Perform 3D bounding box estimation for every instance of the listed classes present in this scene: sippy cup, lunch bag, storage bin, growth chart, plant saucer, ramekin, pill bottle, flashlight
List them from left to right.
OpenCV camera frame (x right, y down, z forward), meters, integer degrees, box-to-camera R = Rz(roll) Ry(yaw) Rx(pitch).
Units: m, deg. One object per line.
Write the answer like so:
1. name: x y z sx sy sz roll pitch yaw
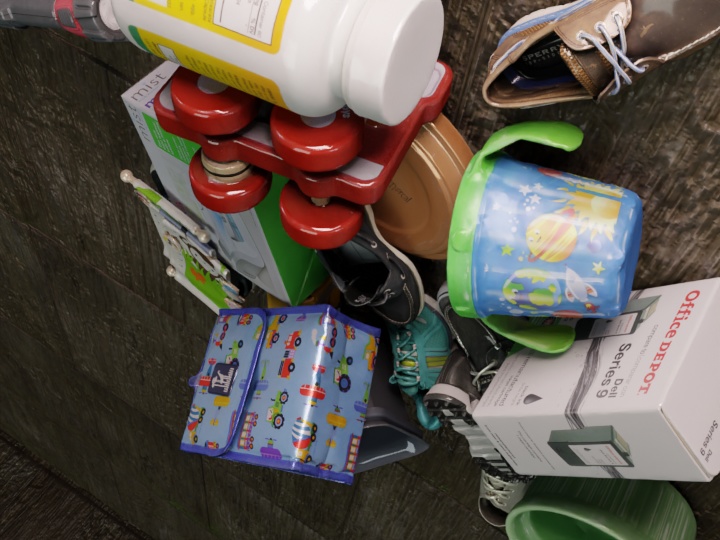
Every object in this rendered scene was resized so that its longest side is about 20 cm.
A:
1. flashlight: -0.302 -0.269 0.896 0.199 0.069 0.067 17 178 38
2. growth chart: -0.182 -0.013 0.966 0.144 0.018 0.201 34 155 24
3. lunch bag: -0.094 0.116 0.882 0.198 0.152 0.094 0 161 38
4. pill bottle: -0.052 -0.167 0.575 0.198 0.113 0.113 24 146 19
5. storage bin: -0.024 0.142 0.990 0.144 0.136 0.200 -20 155 13
6. plant saucer: 0.024 -0.087 0.802 0.199 0.032 0.201 32 151 20
7. sippy cup: 0.149 -0.021 0.697 0.129 0.141 0.178 9 164 23
8. ramekin: 0.270 0.287 0.986 0.198 0.098 0.201 26 147 19

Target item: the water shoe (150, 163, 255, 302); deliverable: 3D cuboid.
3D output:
1. water shoe: -0.192 -0.039 1.058 0.071 0.079 0.201 -3 130 47

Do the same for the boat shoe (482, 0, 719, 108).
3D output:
1. boat shoe: 0.160 -0.143 0.568 0.072 0.073 0.199 49 147 -18

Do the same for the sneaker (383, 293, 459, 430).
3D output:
1. sneaker: 0.065 0.092 0.965 0.077 0.080 0.201 6 136 41

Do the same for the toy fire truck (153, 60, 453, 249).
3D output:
1. toy fire truck: -0.046 -0.126 0.685 0.198 0.169 0.113 21 147 15

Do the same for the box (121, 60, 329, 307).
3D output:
1. box: -0.114 -0.092 0.864 0.176 0.097 0.201 31 153 32

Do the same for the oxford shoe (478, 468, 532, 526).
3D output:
1. oxford shoe: 0.175 0.250 1.078 0.075 0.058 0.201 26 144 26

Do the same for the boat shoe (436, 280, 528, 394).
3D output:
1. boat shoe: 0.144 0.095 0.888 0.200 0.071 0.072 46 143 -9

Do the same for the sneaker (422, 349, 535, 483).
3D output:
1. sneaker: 0.143 0.155 0.963 0.066 0.091 0.200 -7 138 40

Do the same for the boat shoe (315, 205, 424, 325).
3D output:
1. boat shoe: 0.002 0.000 0.830 0.074 0.067 0.200 -3 138 24

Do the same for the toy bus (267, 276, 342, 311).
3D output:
1. toy bus: -0.065 0.031 1.019 0.065 0.079 0.201 28 148 15

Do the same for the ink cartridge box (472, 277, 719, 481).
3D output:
1. ink cartridge box: 0.214 0.093 0.749 0.084 0.146 0.199 50 146 -18
